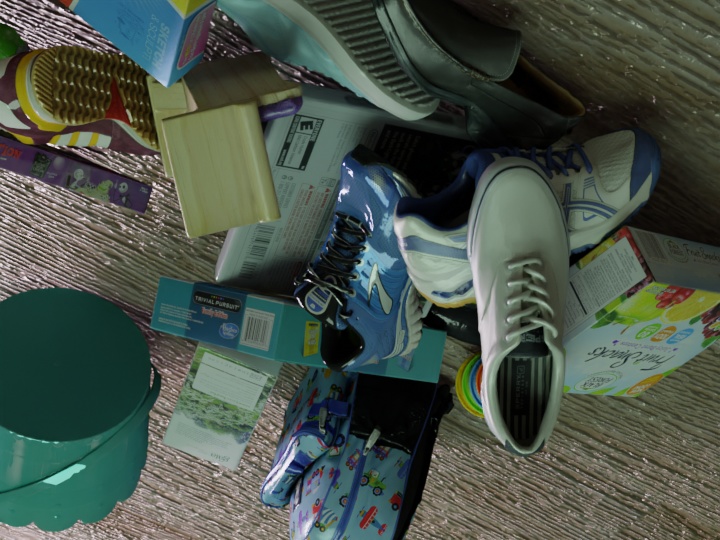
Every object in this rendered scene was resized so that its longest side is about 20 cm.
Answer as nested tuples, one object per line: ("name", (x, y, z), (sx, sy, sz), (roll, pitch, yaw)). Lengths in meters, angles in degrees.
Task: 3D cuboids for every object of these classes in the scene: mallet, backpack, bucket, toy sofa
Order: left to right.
("bucket", (-0.288, 0.127, 1.566), (0.205, 0.209, 0.136), (17, 139, 0))
("toy sofa", (-0.092, -0.093, 1.165), (0.096, 0.200, 0.084), (-13, 108, -8))
("backpack", (-0.015, 0.198, 1.538), (0.133, 0.202, 0.183), (23, 146, -8))
("mallet", (0.102, -0.009, 1.353), (0.065, 0.042, 0.201), (17, 141, -5))

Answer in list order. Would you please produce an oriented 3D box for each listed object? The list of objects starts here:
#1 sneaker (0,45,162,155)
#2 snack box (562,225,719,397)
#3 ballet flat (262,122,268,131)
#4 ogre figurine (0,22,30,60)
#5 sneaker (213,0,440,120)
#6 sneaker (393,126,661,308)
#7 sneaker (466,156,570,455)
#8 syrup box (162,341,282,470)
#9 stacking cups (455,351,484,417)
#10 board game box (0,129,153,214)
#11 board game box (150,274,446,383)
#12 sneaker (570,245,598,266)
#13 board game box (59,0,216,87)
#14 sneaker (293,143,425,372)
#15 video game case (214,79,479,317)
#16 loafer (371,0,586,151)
("sneaker", (-0.210, -0.127, 1.241), (0.089, 0.076, 0.199), (-3, 172, 28))
("snack box", (0.201, 0.036, 1.235), (0.142, 0.053, 0.199), (-38, 154, 29))
("ballet flat", (-0.071, -0.047, 1.337), (0.067, 0.069, 0.201), (-2, 144, 4))
("ogre figurine", (-0.324, -0.195, 1.235), (0.119, 0.098, 0.201), (6, 132, 45))
("sneaker", (-0.032, -0.172, 1.163), (0.200, 0.074, 0.082), (40, 148, -16))
("sneaker", (0.117, -0.053, 1.155), (0.199, 0.075, 0.089), (-31, 125, -1))
("sneaker", (0.113, 0.026, 1.113), (0.072, 0.071, 0.203), (-7, 104, -6))
("syrup box", (-0.123, 0.102, 1.557), (0.078, 0.082, 0.201), (22, 145, -3))
("stacking cups", (0.118, 0.089, 1.383), (0.060, 0.061, 0.200), (17, 172, 0))
("board game box", (-0.273, -0.093, 1.296), (0.199, 0.033, 0.120), (19, -173, -46))
("board game box", (-0.049, 0.048, 1.369), (0.150, 0.048, 0.199), (11, 180, 43))
("sneaker", (0.119, 0.011, 1.285), (0.197, 0.077, 0.115), (10, 132, -28))
("board game box", (-0.156, -0.237, 1.099), (0.153, 0.040, 0.201), (38, 146, 10))
("sneaker", (0.000, 0.000, 1.223), (0.078, 0.089, 0.202), (36, 142, 37))
("video game case", (-0.001, -0.049, 1.273), (0.179, 0.024, 0.201), (10, 133, -16))
("loafer", (0.081, -0.151, 1.144), (0.072, 0.074, 0.200), (-22, 140, 30))
